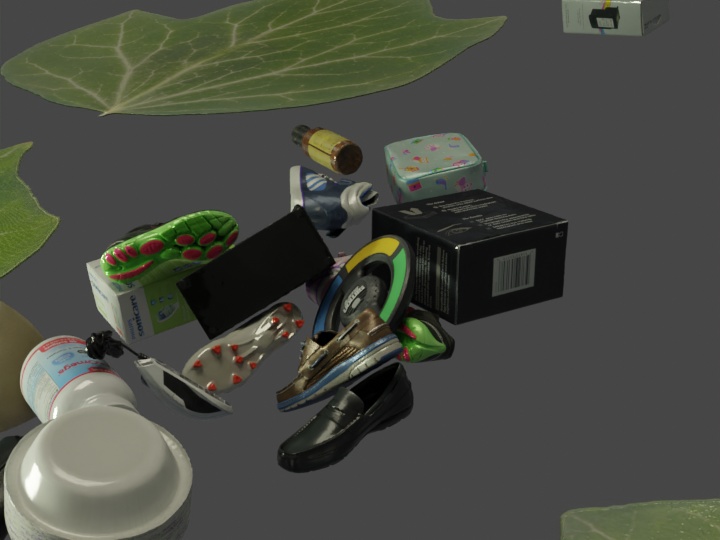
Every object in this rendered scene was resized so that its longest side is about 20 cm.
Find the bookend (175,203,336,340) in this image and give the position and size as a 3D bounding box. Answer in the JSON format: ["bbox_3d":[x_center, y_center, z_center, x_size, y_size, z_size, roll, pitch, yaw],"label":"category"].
[{"bbox_3d":[-0.144,-0.003,1.797,0.198,0.092,0.200,-32,5,-1],"label":"bookend"}]

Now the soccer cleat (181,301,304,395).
[{"bbox_3d":[-0.158,0.108,1.706,0.200,0.069,0.077,-34,5,-31],"label":"soccer cleat"}]

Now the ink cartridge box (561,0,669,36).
[{"bbox_3d":[0.578,-0.592,2.903,0.199,0.083,0.146,10,30,36],"label":"ink cartridge box"}]

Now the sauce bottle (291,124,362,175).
[{"bbox_3d":[-0.067,-0.230,2.374,0.066,0.066,0.200,-20,29,-22],"label":"sauce bottle"}]

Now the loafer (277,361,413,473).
[{"bbox_3d":[-0.019,0.170,1.507,0.200,0.071,0.068,-28,31,-35],"label":"loafer"}]

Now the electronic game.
[{"bbox_3d":[0.002,0.043,1.682,0.200,0.042,0.201,-40,32,31],"label":"electronic game"}]

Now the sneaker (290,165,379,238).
[{"bbox_3d":[-0.044,-0.120,2.135,0.146,0.081,0.200,-1,22,-3],"label":"sneaker"}]

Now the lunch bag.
[{"bbox_3d":[0.128,-0.166,2.163,0.160,0.077,0.200,-9,25,-4],"label":"lunch bag"}]

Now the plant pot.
[{"bbox_3d":[-0.510,0.114,1.715,0.199,0.135,0.200,-7,24,3],"label":"plant pot"}]

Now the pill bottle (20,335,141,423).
[{"bbox_3d":[-0.342,0.163,1.586,0.108,0.109,0.200,-21,28,-25],"label":"pill bottle"}]

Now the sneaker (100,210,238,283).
[{"bbox_3d":[-0.272,-0.046,1.820,0.199,0.077,0.084,-15,28,-6],"label":"sneaker"}]

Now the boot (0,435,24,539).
[{"bbox_3d":[-0.453,0.254,1.464,0.199,0.077,0.168,11,35,23],"label":"boot"}]

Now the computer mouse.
[{"bbox_3d":[-0.250,0.138,1.591,0.200,0.044,0.110,32,-5,-4],"label":"computer mouse"}]

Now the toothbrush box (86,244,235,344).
[{"bbox_3d":[-0.284,0.016,1.904,0.199,0.086,0.146,-20,28,-23],"label":"toothbrush box"}]

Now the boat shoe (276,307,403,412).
[{"bbox_3d":[-0.035,0.108,1.552,0.200,0.073,0.072,-32,-11,32],"label":"boat shoe"}]

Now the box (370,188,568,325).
[{"bbox_3d":[0.148,-0.025,1.777,0.196,0.118,0.200,-12,24,-32],"label":"box"}]

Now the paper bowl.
[{"bbox_3d":[-0.280,0.225,1.381,0.200,0.105,0.201,7,33,-4],"label":"paper bowl"}]

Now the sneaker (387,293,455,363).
[{"bbox_3d":[0.061,0.081,1.693,0.083,0.077,0.200,12,13,-25],"label":"sneaker"}]

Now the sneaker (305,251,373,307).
[{"bbox_3d":[0.000,0.000,1.861,0.200,0.081,0.088,-26,22,-30],"label":"sneaker"}]
